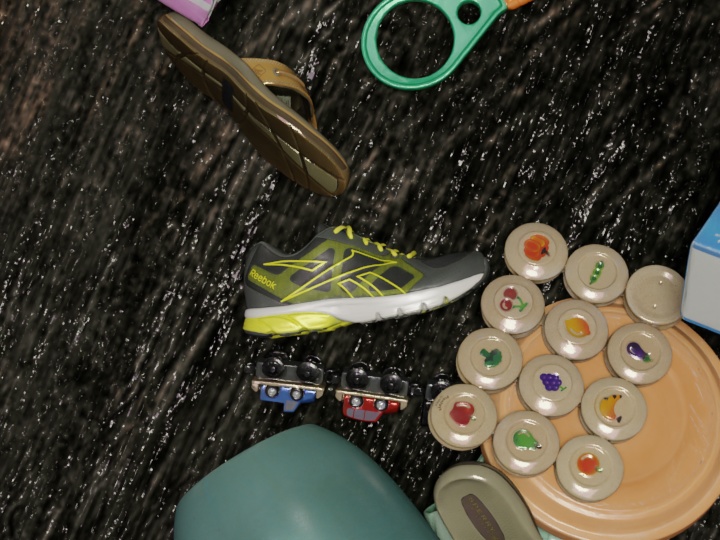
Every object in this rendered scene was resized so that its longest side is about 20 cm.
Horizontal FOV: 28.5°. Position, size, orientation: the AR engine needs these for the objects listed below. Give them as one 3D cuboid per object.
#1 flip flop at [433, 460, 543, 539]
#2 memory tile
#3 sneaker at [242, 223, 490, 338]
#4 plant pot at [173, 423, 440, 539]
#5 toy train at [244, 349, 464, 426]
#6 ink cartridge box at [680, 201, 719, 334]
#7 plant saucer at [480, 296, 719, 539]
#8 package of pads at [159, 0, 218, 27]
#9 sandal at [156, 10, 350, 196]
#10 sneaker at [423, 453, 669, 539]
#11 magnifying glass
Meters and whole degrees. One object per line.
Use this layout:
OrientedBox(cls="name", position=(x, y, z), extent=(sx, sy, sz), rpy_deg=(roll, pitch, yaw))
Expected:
OrientedBox(cls="flip flop", position=(0.120, 0.228, 1.029), extent=(0.081, 0.058, 0.200), rpy_deg=(-32, 98, 23))
OrientedBox(cls="memory tile", position=(0.153, 0.065, 1.070), extent=(0.153, 0.017, 0.200), rpy_deg=(22, 67, 10))
OrientedBox(cls="sneaker", position=(0.000, 0.000, 1.103), extent=(0.199, 0.074, 0.085), rpy_deg=(-10, 88, 3))
OrientedBox(cls="plant pot", position=(-0.044, 0.212, 1.046), extent=(0.200, 0.201, 0.161), rpy_deg=(-32, 74, 2))
OrientedBox(cls="toy train", position=(0.006, 0.098, 1.122), extent=(0.199, 0.034, 0.046), rpy_deg=(8, 101, 2))
OrientedBox(cls="ink cartridge box", position=(0.340, -0.030, 1.015), extent=(0.144, 0.085, 0.200), rpy_deg=(23, 51, 26))
OrientedBox(cls="plant saucer", position=(0.189, 0.110, 1.075), extent=(0.200, 0.032, 0.201), rpy_deg=(0, 66, -1))
OrientedBox(cls="package of pads", position=(-0.167, -0.292, 1.102), extent=(0.200, 0.076, 0.121), rpy_deg=(32, 59, 3))
OrientedBox(cls="sandal", position=(-0.077, -0.141, 1.119), extent=(0.200, 0.080, 0.054), rpy_deg=(43, 70, 7))
OrientedBox(cls="sneaker", position=(0.147, 0.183, 1.088), extent=(0.200, 0.074, 0.118), rpy_deg=(-26, 94, 5))
OrientedBox(cls="magnifying glass", position=(0.094, -0.209, 1.132), extent=(0.200, 0.022, 0.080), rpy_deg=(-26, 87, 4))
